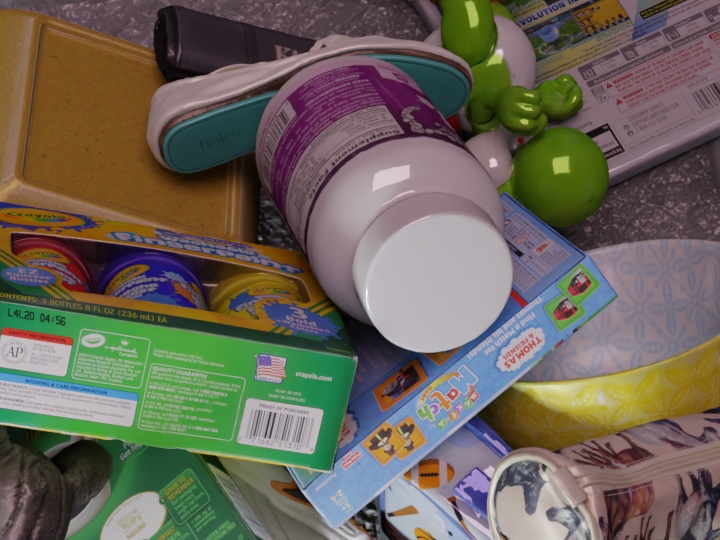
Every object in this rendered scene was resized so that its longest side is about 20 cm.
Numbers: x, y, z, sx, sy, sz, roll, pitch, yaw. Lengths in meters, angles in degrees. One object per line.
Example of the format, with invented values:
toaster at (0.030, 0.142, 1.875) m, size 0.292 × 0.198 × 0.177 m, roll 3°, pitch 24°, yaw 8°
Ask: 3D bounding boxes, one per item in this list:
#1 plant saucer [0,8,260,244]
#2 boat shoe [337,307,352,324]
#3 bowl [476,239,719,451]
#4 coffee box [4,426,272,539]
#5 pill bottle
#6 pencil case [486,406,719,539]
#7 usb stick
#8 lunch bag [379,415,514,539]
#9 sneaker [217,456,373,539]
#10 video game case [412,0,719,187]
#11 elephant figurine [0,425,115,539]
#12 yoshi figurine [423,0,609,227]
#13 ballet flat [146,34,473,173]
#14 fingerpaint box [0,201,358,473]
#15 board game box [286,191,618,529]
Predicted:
plant saucer at (-0.145, -0.072, 1.453) m, size 0.200 × 0.048 × 0.200 m, roll 16°, pitch 48°, yaw -19°
boat shoe at (0.000, 0.000, 1.470) m, size 0.076 × 0.074 × 0.200 m, roll -15°, pitch 66°, yaw -8°
bowl at (0.152, 0.069, 1.411) m, size 0.200 × 0.200 × 0.108 m, roll -18°, pitch 109°, yaw -10°
coffee box at (-0.143, 0.125, 1.387) m, size 0.123 × 0.044 × 0.200 m, roll -42°, pitch 61°, yaw 6°
pill bottle at (0.016, -0.036, 1.336) m, size 0.112 × 0.112 × 0.200 m, roll -16°, pitch 30°, yaw -9°
pencil case at (0.158, 0.114, 1.262) m, size 0.200 × 0.089 × 0.078 m, roll -10°, pitch 53°, yaw -39°
usb stick at (-0.037, -0.123, 1.505) m, size 0.200 × 0.033 × 0.056 m, roll 12°, pitch 47°, yaw -26°
lunch bag at (0.099, 0.172, 1.345) m, size 0.200 × 0.160 × 0.076 m, roll 41°, pitch 70°, yaw 17°
sneaker at (-0.042, 0.176, 1.394) m, size 0.200 × 0.076 × 0.092 m, roll 37°, pitch 78°, yaw 24°
video game case at (0.163, -0.150, 1.576) m, size 0.200 × 0.022 × 0.182 m, roll -25°, pitch 68°, yaw -12°
elephant figurine at (-0.202, 0.127, 1.305) m, size 0.141 × 0.200 × 0.155 m, roll -17°, pitch 90°, yaw -48°
yoshi figurine at (0.102, -0.104, 1.482) m, size 0.112 × 0.112 × 0.200 m, roll -6°, pitch 81°, yaw -22°
ballet flat at (-0.034, -0.110, 1.439) m, size 0.200 × 0.069 × 0.070 m, roll -14°, pitch 66°, yaw -10°
fingerpaint box at (-0.114, 0.032, 1.309) m, size 0.200 × 0.167 × 0.073 m, roll 10°, pitch 107°, yaw -12°
board game box at (0.036, 0.046, 1.357) m, size 0.200 × 0.151 × 0.037 m, roll -38°, pitch 111°, yaw -2°
